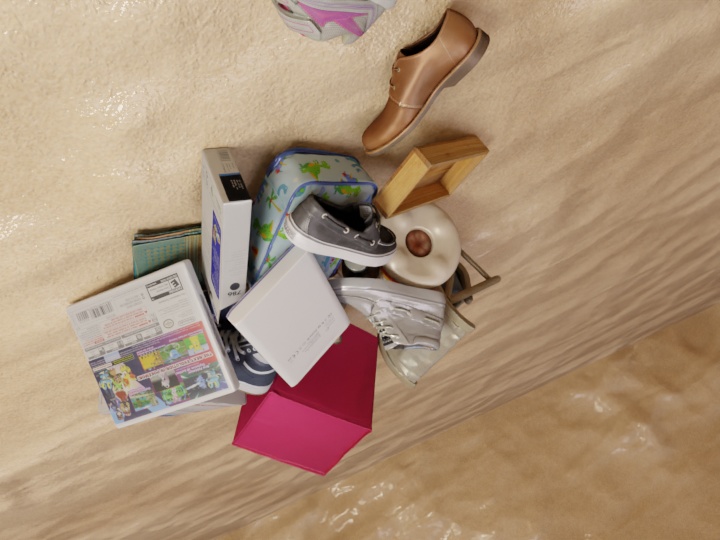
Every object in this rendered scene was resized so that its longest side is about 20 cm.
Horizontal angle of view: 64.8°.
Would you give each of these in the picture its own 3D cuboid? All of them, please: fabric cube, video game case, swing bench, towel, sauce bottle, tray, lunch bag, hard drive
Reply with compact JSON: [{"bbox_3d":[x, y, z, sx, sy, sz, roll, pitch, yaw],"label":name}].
[{"bbox_3d":[-0.097,0.216,1.037,0.193,0.202,0.201,25,130,-16],"label":"fabric cube"},{"bbox_3d":[-0.281,0.103,0.767,0.196,0.186,0.023,-19,-173,14],"label":"video game case"},{"bbox_3d":[0.137,0.077,1.067,0.200,0.129,0.200,-52,174,38],"label":"swing bench"},{"bbox_3d":[-0.223,-0.016,0.809,0.196,0.022,0.148,-13,150,-28],"label":"towel"},{"bbox_3d":[0.000,0.000,0.926,0.064,0.066,0.200,-25,166,-1],"label":"sauce bottle"},{"bbox_3d":[0.103,-0.136,0.799,0.099,0.037,0.199,-49,167,35],"label":"tray"},{"bbox_3d":[-0.073,-0.063,0.767,0.159,0.083,0.202,-7,140,-42],"label":"lunch bag"},{"bbox_3d":[-0.088,0.067,0.773,0.132,0.025,0.201,-47,147,-15],"label":"hard drive"}]

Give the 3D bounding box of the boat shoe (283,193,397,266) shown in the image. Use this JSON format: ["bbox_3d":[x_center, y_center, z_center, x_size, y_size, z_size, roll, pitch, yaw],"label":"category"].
[{"bbox_3d":[-0.008,-0.057,0.707,0.198,0.070,0.067,10,128,-48],"label":"boat shoe"}]

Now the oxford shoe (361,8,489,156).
[{"bbox_3d":[0.057,-0.221,0.675,0.071,0.072,0.200,29,125,-24],"label":"oxford shoe"}]

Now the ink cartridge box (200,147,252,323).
[{"bbox_3d":[-0.169,-0.038,0.702,0.038,0.100,0.202,-10,140,-26],"label":"ink cartridge box"}]

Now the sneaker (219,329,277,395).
[{"bbox_3d":[-0.202,0.108,0.818,0.197,0.071,0.109,21,126,-23],"label":"sneaker"}]

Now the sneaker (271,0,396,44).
[{"bbox_3d":[-0.048,-0.251,0.498,0.197,0.082,0.088,4,138,-43],"label":"sneaker"}]

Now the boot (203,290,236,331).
[{"bbox_3d":[-0.201,0.081,0.903,0.088,0.074,0.200,-13,161,8],"label":"boot"}]

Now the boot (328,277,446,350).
[{"bbox_3d":[0.039,0.071,0.860,0.196,0.098,0.073,9,165,-16],"label":"boot"}]

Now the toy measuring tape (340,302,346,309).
[{"bbox_3d":[-0.116,0.050,0.916,0.197,0.075,0.073,-9,164,34],"label":"toy measuring tape"}]

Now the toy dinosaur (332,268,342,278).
[{"bbox_3d":[-0.066,-0.003,0.944,0.105,0.062,0.198,-17,160,42],"label":"toy dinosaur"}]

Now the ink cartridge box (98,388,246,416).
[{"bbox_3d":[-0.309,0.191,0.942,0.197,0.088,0.146,-16,159,27],"label":"ink cartridge box"}]

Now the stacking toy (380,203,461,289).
[{"bbox_3d":[0.076,-0.022,0.977,0.143,0.149,0.200,-17,170,-16],"label":"stacking toy"}]
